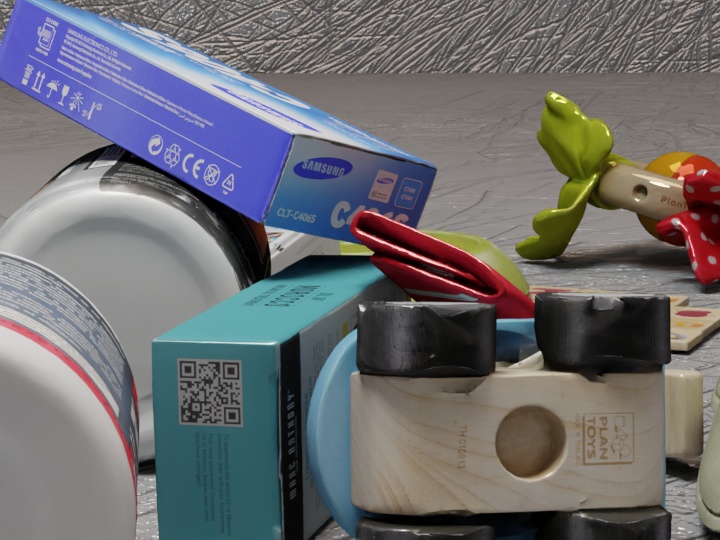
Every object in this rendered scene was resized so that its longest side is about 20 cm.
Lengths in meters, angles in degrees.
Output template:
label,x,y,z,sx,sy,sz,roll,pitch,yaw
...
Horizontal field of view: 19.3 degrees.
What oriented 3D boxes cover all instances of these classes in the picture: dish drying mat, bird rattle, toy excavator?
label,x,y,z,sx,sy,sz,roll,pitch,yaw
dish drying mat,0.060,0.024,0.911,0.077,0.018,0.200,22,-9,26
bird rattle,0.208,-0.053,1.387,0.200,0.113,0.163,8,6,31
toy excavator,0.066,0.056,0.802,0.194,0.100,0.200,-1,1,-15

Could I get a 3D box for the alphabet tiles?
label,x,y,z,sx,sy,sz,roll,pitch,yaw
alphabet tiles,0.101,0.026,1.201,0.200,0.006,0.166,4,10,23

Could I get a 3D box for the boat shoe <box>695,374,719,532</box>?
label,x,y,z,sx,sy,sz,roll,pitch,yaw
boat shoe,0.175,0.058,0.839,0.068,0.072,0.200,27,19,6

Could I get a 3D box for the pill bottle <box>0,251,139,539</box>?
label,x,y,z,sx,sy,sz,roll,pitch,yaw
pill bottle,-0.130,0.056,0.680,0.119,0.120,0.200,-1,10,-5

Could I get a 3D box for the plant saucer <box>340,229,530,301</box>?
label,x,y,z,sx,sy,sz,roll,pitch,yaw
plant saucer,0.000,0.000,1.252,0.200,0.031,0.200,-2,9,0

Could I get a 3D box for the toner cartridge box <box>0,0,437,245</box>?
label,x,y,z,sx,sy,sz,roll,pitch,yaw
toner cartridge box,-0.069,-0.068,0.947,0.200,0.043,0.095,29,13,40

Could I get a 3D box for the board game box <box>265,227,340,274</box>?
label,x,y,z,sx,sy,sz,roll,pitch,yaw
board game box,-0.127,0.000,1.163,0.200,0.035,0.126,1,20,27

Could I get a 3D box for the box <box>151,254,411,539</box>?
label,x,y,z,sx,sy,sz,roll,pitch,yaw
box,-0.025,0.048,0.842,0.049,0.082,0.200,2,9,15

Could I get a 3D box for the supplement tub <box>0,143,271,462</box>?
label,x,y,z,sx,sy,sz,roll,pitch,yaw
supplement tub,-0.103,0.007,0.960,0.122,0.123,0.200,0,9,0
